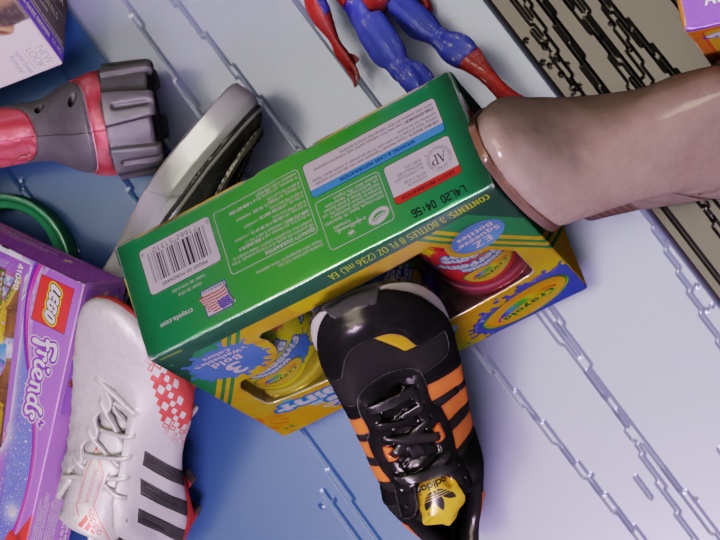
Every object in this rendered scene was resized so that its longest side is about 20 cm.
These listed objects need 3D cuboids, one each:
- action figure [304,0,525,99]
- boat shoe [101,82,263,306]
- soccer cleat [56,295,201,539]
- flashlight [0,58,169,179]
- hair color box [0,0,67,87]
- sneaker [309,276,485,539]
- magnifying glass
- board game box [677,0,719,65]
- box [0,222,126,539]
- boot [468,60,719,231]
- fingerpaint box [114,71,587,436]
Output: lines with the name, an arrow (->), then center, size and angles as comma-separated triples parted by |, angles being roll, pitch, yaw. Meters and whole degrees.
action figure -> 0.011, -0.143, 1.091 | 0.065, 0.052, 0.200 | -36, 73, -9
boat shoe -> -0.099, -0.011, 1.124 | 0.071, 0.072, 0.201 | 33, 110, 4
soccer cleat -> -0.133, 0.100, 1.073 | 0.068, 0.085, 0.201 | 26, 141, 24
flashlight -> -0.211, -0.073, 1.122 | 0.198, 0.068, 0.068 | -9, 55, -1
hair color box -> -0.283, -0.142, 1.136 | 0.198, 0.110, 0.065 | -20, 45, 13
sneaker -> 0.031, 0.082, 1.015 | 0.069, 0.201, 0.091 | -22, 57, 1
magnifying glass -> -0.260, -0.029, 1.182 | 0.199, 0.022, 0.080 | 26, 98, 13
board game box -> 0.242, -0.225, 0.955 | 0.198, 0.200, 0.202 | -12, 89, 14
box -> -0.215, 0.079, 1.132 | 0.136, 0.039, 0.202 | 23, 105, 33
boot -> 0.154, -0.075, 0.986 | 0.145, 0.200, 0.071 | -23, 76, 22
fingerpaint box -> 0.000, 0.000, 1.036 | 0.199, 0.167, 0.074 | -26, 64, 13
